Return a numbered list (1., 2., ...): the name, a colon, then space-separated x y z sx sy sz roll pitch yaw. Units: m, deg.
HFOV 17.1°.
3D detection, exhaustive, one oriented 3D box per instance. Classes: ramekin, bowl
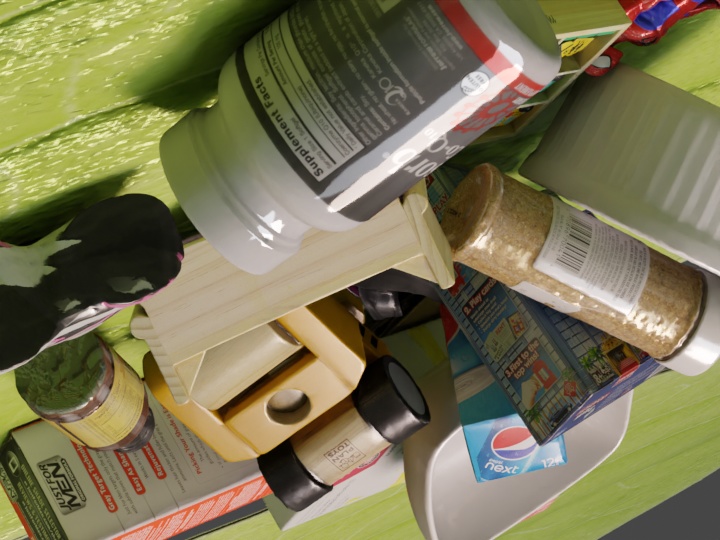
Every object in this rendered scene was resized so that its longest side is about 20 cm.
1. ramekin: 0.214 -0.064 1.604 0.098 0.199 0.200 -64 159 4
2. bowl: 0.110 0.110 1.819 0.199 0.075 0.201 -33 150 -18

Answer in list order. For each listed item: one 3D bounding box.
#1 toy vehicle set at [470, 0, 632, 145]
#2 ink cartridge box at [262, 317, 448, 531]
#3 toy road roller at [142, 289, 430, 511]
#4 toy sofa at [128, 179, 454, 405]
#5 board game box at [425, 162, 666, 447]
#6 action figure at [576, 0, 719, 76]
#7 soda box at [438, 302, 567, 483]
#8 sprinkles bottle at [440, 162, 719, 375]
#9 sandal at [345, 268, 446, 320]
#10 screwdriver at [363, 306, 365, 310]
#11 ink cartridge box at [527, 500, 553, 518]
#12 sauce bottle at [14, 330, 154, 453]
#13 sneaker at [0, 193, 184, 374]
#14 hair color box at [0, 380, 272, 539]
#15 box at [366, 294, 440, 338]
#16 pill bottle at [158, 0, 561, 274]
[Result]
1. toy vehicle set: 0.066 -0.117 1.479 0.199 0.027 0.124 -14 157 -47
2. ink cartridge box: 0.022 0.115 1.909 0.199 0.084 0.145 -18 159 -36
3. toy road roller: -0.054 0.056 1.663 0.123 0.146 0.200 -35 126 16
4. toy sofa: -0.047 -0.007 1.477 0.199 0.098 0.083 -25 -166 7
5. board game box: 0.121 0.002 1.648 0.062 0.200 0.200 -49 166 32
6. action figure: 0.224 -0.187 1.532 0.199 0.052 0.065 -32 168 11
7. soda box: 0.095 0.051 1.703 0.067 0.201 0.064 -13 133 4
8. sprinkles bottle: 0.149 0.000 1.558 0.199 0.069 0.068 26 135 -19
9. sandal: -0.001 -0.001 1.620 0.048 0.075 0.200 -51 151 14
10. screwdriver: -0.015 0.036 1.793 0.199 0.028 0.029 -37 135 11
11. ink cartridge box: 0.159 0.160 2.318 0.067 0.117 0.200 -23 163 -24
12. sauce bottle: -0.175 0.083 1.569 0.064 0.065 0.200 -31 165 -3
13. sneaker: -0.195 0.023 1.333 0.199 0.081 0.086 -14 168 -32
14. hair color box: -0.149 0.136 1.705 0.199 0.102 0.061 -20 161 -34
15. box: 0.078 0.031 1.955 0.199 0.021 0.163 -12 155 -48
16. pill bottle: -0.003 -0.093 1.261 0.199 0.116 0.116 -37 163 18
